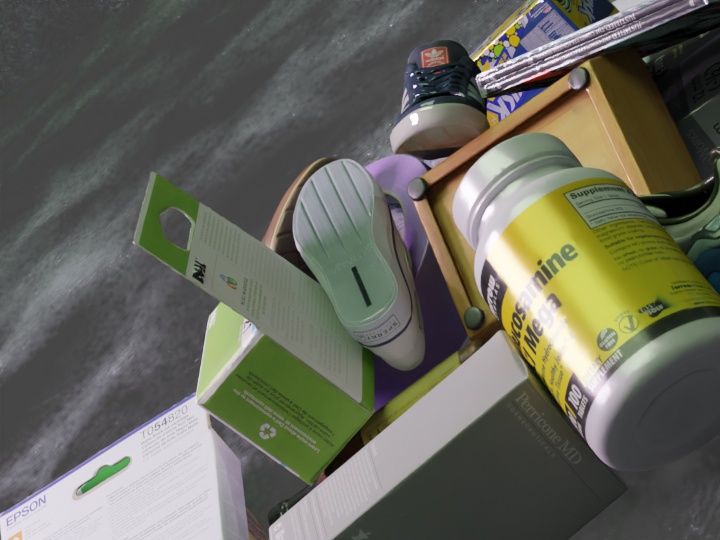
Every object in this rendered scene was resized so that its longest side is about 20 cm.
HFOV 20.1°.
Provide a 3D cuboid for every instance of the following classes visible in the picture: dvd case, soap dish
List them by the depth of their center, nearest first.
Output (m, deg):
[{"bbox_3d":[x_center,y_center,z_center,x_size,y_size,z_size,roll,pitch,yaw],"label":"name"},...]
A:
[{"bbox_3d":[0.134,-0.042,1.403,0.200,0.081,0.158,-34,62,26],"label":"soap dish"},{"bbox_3d":[0.199,-0.168,1.432,0.200,0.022,0.146,-19,-2,42],"label":"dvd case"}]

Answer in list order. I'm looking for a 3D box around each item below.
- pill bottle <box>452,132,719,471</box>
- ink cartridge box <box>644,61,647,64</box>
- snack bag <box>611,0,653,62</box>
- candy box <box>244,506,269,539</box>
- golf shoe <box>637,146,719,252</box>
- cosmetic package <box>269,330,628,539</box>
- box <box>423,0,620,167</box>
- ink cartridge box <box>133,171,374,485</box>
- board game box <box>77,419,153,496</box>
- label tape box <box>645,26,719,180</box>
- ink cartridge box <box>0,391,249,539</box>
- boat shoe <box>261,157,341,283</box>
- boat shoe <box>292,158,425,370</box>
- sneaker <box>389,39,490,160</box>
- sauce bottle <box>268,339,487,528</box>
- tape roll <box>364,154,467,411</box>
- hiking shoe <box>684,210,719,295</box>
[{"bbox_3d":[0.138,0.013,1.202,0.112,0.112,0.200,-40,53,7],"label":"pill bottle"},{"bbox_3d":[0.123,-0.072,1.611,0.200,0.043,0.198,-55,11,-29],"label":"ink cartridge box"},{"bbox_3d":[0.194,-0.185,1.798,0.200,0.021,0.189,-28,23,37],"label":"snack bag"},{"bbox_3d":[-0.115,0.230,1.466,0.117,0.056,0.200,-44,20,-2],"label":"candy box"},{"bbox_3d":[0.187,-0.008,1.306,0.200,0.097,0.078,-37,24,22],"label":"golf shoe"},{"bbox_3d":[0.051,0.145,1.236,0.200,0.107,0.090,-41,19,10],"label":"cosmetic package"},{"bbox_3d":[0.120,-0.161,1.670,0.200,0.064,0.070,-40,8,39],"label":"box"},{"bbox_3d":[-0.089,0.036,1.407,0.076,0.200,0.148,-50,14,18],"label":"ink cartridge box"},{"bbox_3d":[-0.198,0.212,1.567,0.200,0.040,0.153,-44,-20,-2],"label":"board game box"},{"bbox_3d":[0.248,-0.118,1.474,0.200,0.066,0.143,-34,20,19],"label":"label tape box"},{"bbox_3d":[-0.167,0.203,1.419,0.199,0.041,0.200,-32,36,15],"label":"ink cartridge box"},{"bbox_3d":[-0.059,0.006,1.551,0.067,0.072,0.201,-5,62,55],"label":"boat shoe"},{"bbox_3d":[0.000,0.000,1.464,0.073,0.067,0.200,-26,38,11],"label":"boat shoe"},{"bbox_3d":[0.057,-0.129,1.490,0.075,0.085,0.200,-6,-1,4],"label":"sneaker"},{"bbox_3d":[0.023,0.127,1.398,0.200,0.066,0.066,-38,19,19],"label":"sauce bottle"},{"bbox_3d":[0.015,0.013,1.570,0.200,0.066,0.201,-40,33,33],"label":"tape roll"},{"bbox_3d":[0.260,-0.009,1.200,0.200,0.074,0.087,-47,36,22],"label":"hiking shoe"}]
